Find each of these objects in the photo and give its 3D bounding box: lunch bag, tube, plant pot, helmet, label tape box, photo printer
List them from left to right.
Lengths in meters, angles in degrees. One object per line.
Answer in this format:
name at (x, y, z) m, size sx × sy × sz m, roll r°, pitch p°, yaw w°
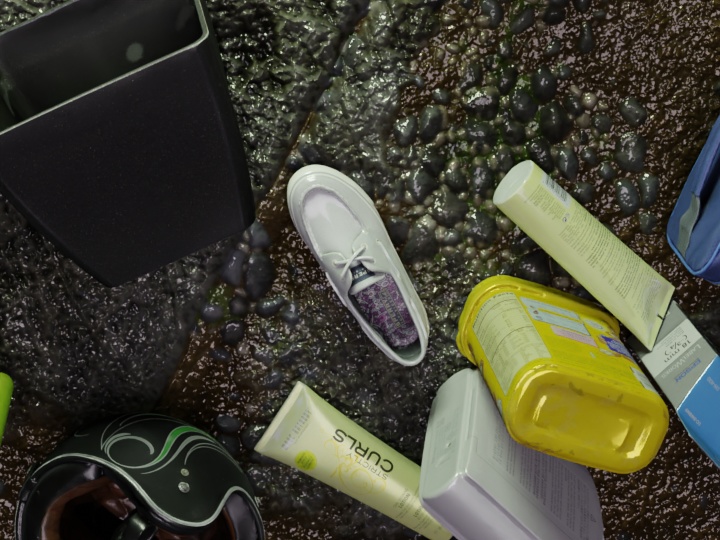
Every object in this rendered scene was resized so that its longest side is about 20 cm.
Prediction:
plant pot at (-0.186, -0.109, 1.232) m, size 0.199 × 0.200 × 0.178 m, roll -23°, pitch 122°, yaw 2°
helmet at (-0.186, 0.220, 1.346) m, size 0.198 × 0.190 × 0.202 m, roll 1°, pitch 93°, yaw 25°
tube at (0.005, 0.185, 1.423) m, size 0.199 × 0.052 × 0.058 m, roll 33°, pitch 60°, yaw -12°
photo printer at (0.144, 0.205, 1.394) m, size 0.069 × 0.167 × 0.200 m, roll -37°, pitch 112°, yaw 28°
tube at (0.204, -0.016, 1.376) m, size 0.200 × 0.052 × 0.058 m, roll 39°, pitch 96°, yaw -17°
label tape box at (0.325, 0.128, 1.364) m, size 0.063 × 0.200 × 0.144 m, roll -41°, pitch 109°, yaw 9°
lunch bag at (0.356, -0.075, 1.328) m, size 0.131 × 0.136 × 0.201 m, roll 19°, pitch 106°, yaw -13°

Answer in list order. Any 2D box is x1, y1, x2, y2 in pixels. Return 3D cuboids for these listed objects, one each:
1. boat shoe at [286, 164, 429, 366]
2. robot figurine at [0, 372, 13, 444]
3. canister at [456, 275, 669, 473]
boat shoe at (0.000, 0.000, 1.350) m, size 0.072 × 0.069 × 0.201 m, roll -25°, pitch 111°, yaw 3°
robot figurine at (-0.390, 0.113, 1.321) m, size 0.174 × 0.116 × 0.202 m, roll 9°, pitch 108°, yaw -8°
canister at (0.173, 0.088, 1.332) m, size 0.147 × 0.200 × 0.087 m, roll 17°, pitch 107°, yaw -12°
